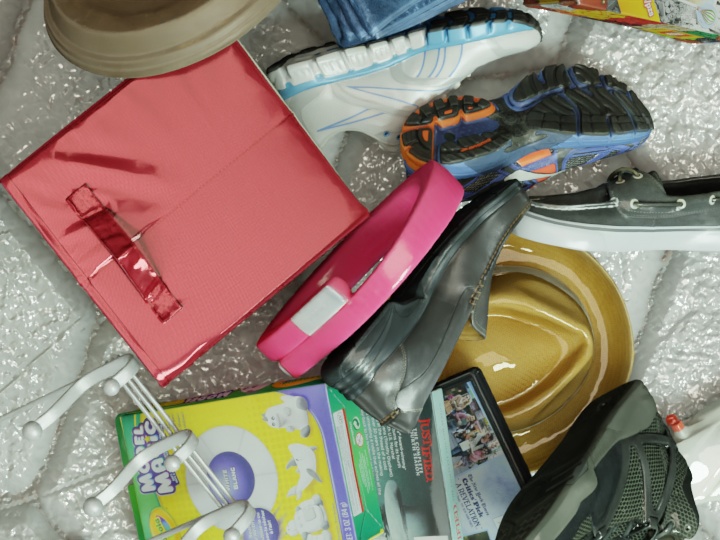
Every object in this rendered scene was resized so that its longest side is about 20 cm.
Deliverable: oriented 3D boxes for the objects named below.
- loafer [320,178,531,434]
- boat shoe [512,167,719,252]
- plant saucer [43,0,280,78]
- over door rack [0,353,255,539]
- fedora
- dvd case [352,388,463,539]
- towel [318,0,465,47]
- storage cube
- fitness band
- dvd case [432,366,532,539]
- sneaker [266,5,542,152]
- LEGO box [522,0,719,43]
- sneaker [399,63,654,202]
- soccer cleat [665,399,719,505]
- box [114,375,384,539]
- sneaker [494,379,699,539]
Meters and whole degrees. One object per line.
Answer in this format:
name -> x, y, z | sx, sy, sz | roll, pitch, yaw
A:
loafer -> 0.058, 0.022, 1.291 | 0.072, 0.073, 0.200 | 44, 72, -9
boat shoe -> 0.203, -0.047, 1.358 | 0.198, 0.069, 0.057 | 1, 103, -14
plant saucer -> -0.124, -0.211, 1.242 | 0.199, 0.201, 0.030 | -32, 137, -1
over door rack -> -0.187, 0.147, 1.283 | 0.199, 0.067, 0.148 | -20, 115, 38
fedora -> 0.103, 0.060, 1.354 | 0.198, 0.082, 0.203 | 0, 93, -3
dvd case -> -0.024, 0.163, 1.337 | 0.198, 0.022, 0.148 | -7, 93, 28
towel -> 0.053, -0.242, 1.330 | 0.199, 0.048, 0.112 | -28, 92, -21
storage cube -> -0.119, -0.044, 1.287 | 0.179, 0.200, 0.171 | -39, 93, -7
fitness band -> 0.000, 0.000, 1.294 | 0.037, 0.200, 0.144 | 43, 52, -6
dvd case -> 0.031, 0.167, 1.343 | 0.199, 0.018, 0.144 | -25, 93, 27
sneaker -> 0.037, -0.133, 1.359 | 0.198, 0.075, 0.088 | -15, 104, 3
LEGO box -> 0.207, -0.271, 1.328 | 0.148, 0.077, 0.202 | 7, 92, -26
sneaker -> 0.118, -0.092, 1.362 | 0.198, 0.079, 0.076 | -10, 55, -15
soccer cleat -> 0.290, 0.119, 1.378 | 0.199, 0.069, 0.078 | -28, 98, 6
box -> -0.089, 0.144, 1.330 | 0.198, 0.048, 0.119 | -11, 92, 29
sneaker -> 0.169, 0.167, 1.280 | 0.076, 0.199, 0.115 | -34, 94, 40
